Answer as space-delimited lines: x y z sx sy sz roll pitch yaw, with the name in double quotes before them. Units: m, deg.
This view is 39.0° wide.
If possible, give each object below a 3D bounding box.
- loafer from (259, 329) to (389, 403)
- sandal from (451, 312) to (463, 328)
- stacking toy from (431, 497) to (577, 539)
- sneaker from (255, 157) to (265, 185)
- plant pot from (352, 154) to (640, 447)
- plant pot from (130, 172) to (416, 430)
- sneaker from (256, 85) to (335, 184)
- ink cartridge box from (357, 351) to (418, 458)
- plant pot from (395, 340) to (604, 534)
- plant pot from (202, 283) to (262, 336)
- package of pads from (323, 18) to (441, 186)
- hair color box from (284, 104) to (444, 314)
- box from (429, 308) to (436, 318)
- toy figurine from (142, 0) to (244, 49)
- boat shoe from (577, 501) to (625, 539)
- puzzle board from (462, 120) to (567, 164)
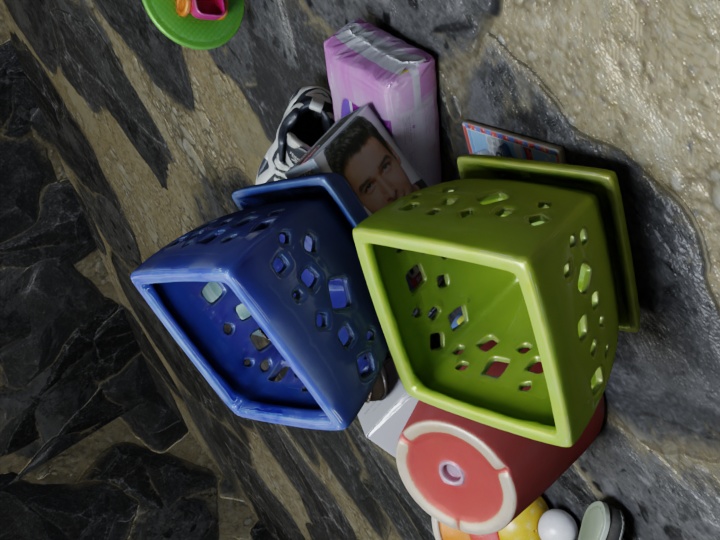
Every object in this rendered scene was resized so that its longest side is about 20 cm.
"loafer" -0.051 0.107 1.253 0.199 0.071 0.074 32 135 29
"sandal" 0.146 0.136 1.265 0.087 0.079 0.202 33 146 56
"stacking toy" 0.208 0.333 1.368 0.199 0.146 0.147 -1 120 44
"sneaker" -0.095 -0.058 1.388 0.105 0.075 0.202 61 -161 -82
"plant pot" 0.138 0.009 0.922 0.199 0.181 0.201 12 133 42
"plant pot" -0.073 0.020 1.002 0.199 0.180 0.201 -5 127 51
"sneaker" -0.079 -0.124 1.236 0.079 0.201 0.130 24 -170 -7
"ink cartridge box" 0.058 0.167 1.332 0.144 0.084 0.200 38 -168 -27
"plant pot" 0.139 0.171 1.091 0.199 0.177 0.202 19 128 27
"plant pot" -0.137 -0.014 1.579 0.201 0.199 0.135 49 130 24
"package of pads" 0.029 -0.164 1.121 0.120 0.075 0.201 40 152 37
"hair color box" 0.023 -0.060 1.068 0.201 0.099 0.060 51 147 -15
"box" 0.000 0.000 1.244 0.149 0.107 0.200 49 -169 25
"toy figurine" -0.172 -0.398 1.249 0.183 0.149 0.203 -14 82 55
"boat shoe" 0.294 0.349 1.237 0.202 0.060 0.072 96 -177 -45
"puzzle board" 0.171 -0.048 1.040 0.150 0.017 0.202 28 143 53
